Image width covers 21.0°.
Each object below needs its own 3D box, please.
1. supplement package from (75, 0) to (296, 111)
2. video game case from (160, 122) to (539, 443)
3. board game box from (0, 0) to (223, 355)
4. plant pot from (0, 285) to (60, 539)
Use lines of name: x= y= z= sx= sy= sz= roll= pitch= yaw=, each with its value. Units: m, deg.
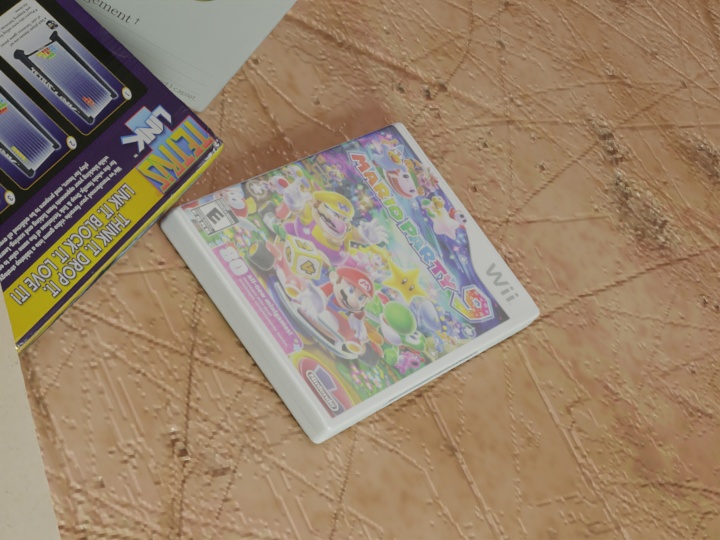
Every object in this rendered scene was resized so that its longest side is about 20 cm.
supplement package: x=-0.100 y=-0.231 z=1.029 sx=0.191 sy=0.200 sz=0.147 roll=29 pitch=43 yaw=-18
video game case: x=0.000 y=0.000 z=1.064 sx=0.200 sy=0.018 sz=0.143 roll=-25 pitch=75 yaw=-48
board game box: x=-0.181 y=-0.058 z=0.930 sx=0.165 sy=0.057 sz=0.200 roll=45 pitch=40 yaw=-4
plant pot: x=-0.221 y=0.108 z=0.670 sx=0.177 sy=0.200 sz=0.200 roll=-2 pitch=59 yaw=-28
